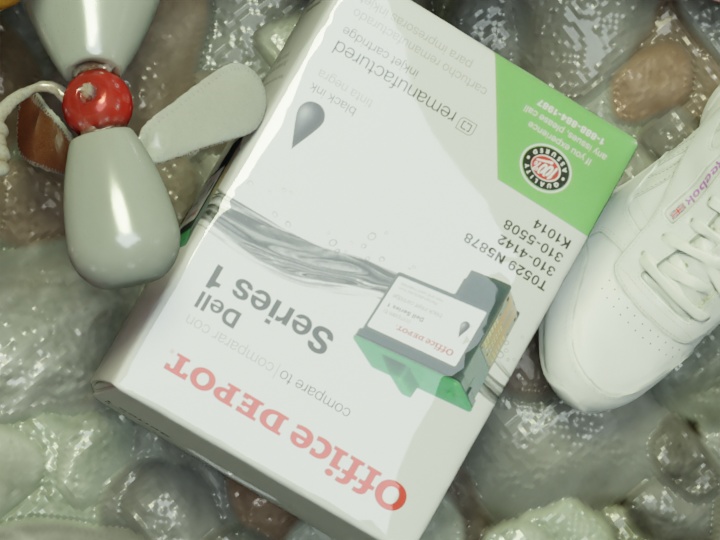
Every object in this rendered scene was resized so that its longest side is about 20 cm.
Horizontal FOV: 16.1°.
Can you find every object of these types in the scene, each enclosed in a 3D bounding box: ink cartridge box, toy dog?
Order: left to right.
[{"bbox_3d":[-0.102,-0.088,1.010,0.132,0.096,0.200,11,78,13],"label":"toy dog"},{"bbox_3d":[0.000,0.000,1.058,0.146,0.084,0.200,30,81,-9],"label":"ink cartridge box"}]

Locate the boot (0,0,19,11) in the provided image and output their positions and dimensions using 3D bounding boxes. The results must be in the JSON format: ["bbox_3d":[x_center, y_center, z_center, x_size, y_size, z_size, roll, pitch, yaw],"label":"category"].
[{"bbox_3d":[-0.064,-0.182,0.928,0.144,0.071,0.201,12,88,15],"label":"boot"}]

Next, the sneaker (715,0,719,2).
[{"bbox_3d":[0.183,-0.145,1.101,0.200,0.088,0.081,6,86,-12],"label":"sneaker"}]

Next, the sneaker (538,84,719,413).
[{"bbox_3d":[0.149,-0.024,1.084,0.075,0.100,0.200,41,82,-10],"label":"sneaker"}]
